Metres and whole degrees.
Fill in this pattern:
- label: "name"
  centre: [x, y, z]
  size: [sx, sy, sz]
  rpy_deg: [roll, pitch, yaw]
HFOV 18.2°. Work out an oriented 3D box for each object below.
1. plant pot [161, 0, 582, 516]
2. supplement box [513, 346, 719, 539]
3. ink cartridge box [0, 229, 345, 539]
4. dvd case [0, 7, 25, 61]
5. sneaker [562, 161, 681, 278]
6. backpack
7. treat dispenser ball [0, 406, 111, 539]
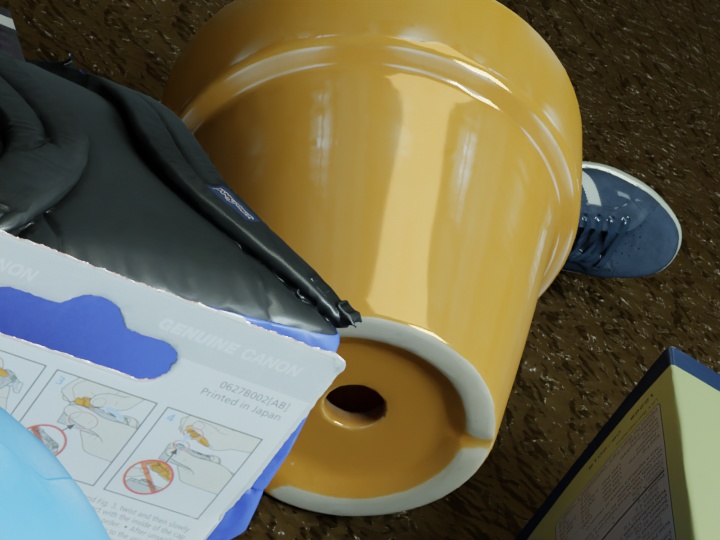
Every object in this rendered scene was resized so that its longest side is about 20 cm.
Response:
- label: "plant pot"
  centre: [0.000, 0.000, 0.996]
  size: [0.199, 0.200, 0.184]
  rpy_deg: [26, 41, -20]
- label: "supplement box"
  centre: [0.176, 0.173, 0.945]
  size: [0.199, 0.135, 0.200]
  rpy_deg: [31, 23, -10]
- label: "ink cartridge box"
  centre: [-0.125, 0.060, 0.666]
  size: [0.160, 0.200, 0.050]
  rpy_deg: [21, 29, -31]
- label: "dvd case"
  centre: [-0.218, -0.093, 1.067]
  size: [0.148, 0.016, 0.200]
  rpy_deg: [19, 29, -31]
- label: "sneaker"
  centre: [0.103, -0.027, 1.315]
  size: [0.199, 0.075, 0.085]
  rpy_deg: [16, 26, -17]
- label: "backpack"
  centre: [-0.132, 0.010, 0.794]
  size: [0.162, 0.168, 0.200]
  rpy_deg: [20, 21, -37]
- label: "treat dispenser ball"
  centre: [-0.148, 0.112, 0.531]
  size: [0.200, 0.201, 0.201]
  rpy_deg: [29, 24, -14]
